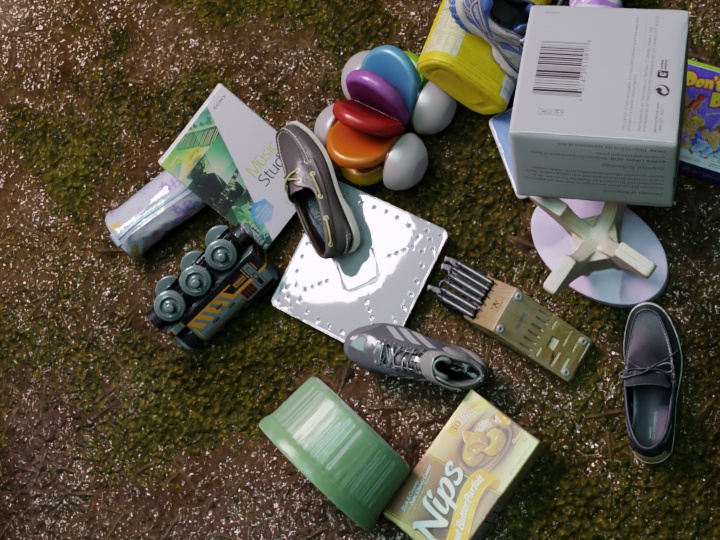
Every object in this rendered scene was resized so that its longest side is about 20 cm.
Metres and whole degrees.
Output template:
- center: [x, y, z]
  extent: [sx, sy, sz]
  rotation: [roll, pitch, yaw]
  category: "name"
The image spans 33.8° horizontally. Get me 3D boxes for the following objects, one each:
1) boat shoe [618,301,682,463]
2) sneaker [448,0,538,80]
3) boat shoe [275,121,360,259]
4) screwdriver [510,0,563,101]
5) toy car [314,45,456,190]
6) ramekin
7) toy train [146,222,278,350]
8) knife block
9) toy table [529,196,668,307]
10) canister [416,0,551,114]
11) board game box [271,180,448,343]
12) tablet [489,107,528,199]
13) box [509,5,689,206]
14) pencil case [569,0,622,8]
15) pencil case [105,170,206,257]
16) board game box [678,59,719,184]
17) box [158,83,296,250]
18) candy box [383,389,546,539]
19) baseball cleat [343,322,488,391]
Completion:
- center: [0.362, 0.136, 1.475]
  extent: [0.073, 0.062, 0.203]
  rotation: [-2, 74, 21]
  category: "boat shoe"
- center: [0.206, -0.308, 1.536]
  extent: [0.085, 0.198, 0.078]
  rotation: [4, 70, 56]
  category: "sneaker"
- center: [-0.070, -0.112, 1.637]
  extent: [0.072, 0.060, 0.203]
  rotation: [-36, 79, 49]
  category: "boat shoe"
- center: [0.250, -0.329, 1.657]
  extent: [0.029, 0.028, 0.202]
  rotation: [25, 85, -5]
  category: "screwdriver"
- center: [0.023, -0.223, 1.645]
  extent: [0.173, 0.150, 0.202]
  rotation: [27, 86, 24]
  category: "toy car"
- center: [-0.028, 0.230, 1.523]
  extent: [0.200, 0.200, 0.098]
  rotation: [41, 84, 24]
  category: "ramekin"
- center: [-0.211, 0.026, 1.689]
  extent: [0.200, 0.085, 0.114]
  rotation: [-44, 110, 9]
  category: "toy train"
- center: [0.188, 0.058, 1.568]
  extent: [0.199, 0.175, 0.065]
  rotation: [33, 89, -21]
  category: "knife block"
- center: [0.298, -0.039, 1.515]
  extent: [0.198, 0.117, 0.186]
  rotation: [23, 85, 23]
  category: "toy table"
- center: [0.170, -0.334, 1.614]
  extent: [0.086, 0.147, 0.202]
  rotation: [-3, 61, 59]
  category: "canister"
- center: [0.000, 0.000, 1.662]
  extent: [0.198, 0.026, 0.202]
  rotation: [25, 85, 24]
  category: "board game box"
- center: [0.285, -0.191, 1.615]
  extent: [0.198, 0.014, 0.132]
  rotation: [-24, 70, 13]
  category: "tablet"
- center: [0.292, -0.201, 1.437]
  extent: [0.197, 0.131, 0.202]
  rotation: [5, 61, 15]
  category: "box"
- center: [0.311, -0.347, 1.589]
  extent: [0.084, 0.084, 0.203]
  rotation: [-2, 58, 11]
  category: "pencil case"
- center: [-0.283, -0.103, 1.759]
  extent: [0.199, 0.091, 0.083]
  rotation: [-35, 111, 10]
  category: "pencil case"
- center: [0.425, -0.200, 1.540]
  extent: [0.197, 0.045, 0.136]
  rotation: [20, 81, 20]
  category: "board game box"
- center: [-0.168, -0.147, 1.692]
  extent: [0.199, 0.036, 0.145]
  rotation: [39, 91, -16]
  category: "box"
- center: [0.134, 0.270, 1.525]
  extent: [0.115, 0.055, 0.201]
  rotation: [36, 90, 24]
  category: "candy box"
- center: [0.070, 0.111, 1.549]
  extent: [0.197, 0.106, 0.071]
  rotation: [9, 89, 8]
  category: "baseball cleat"
